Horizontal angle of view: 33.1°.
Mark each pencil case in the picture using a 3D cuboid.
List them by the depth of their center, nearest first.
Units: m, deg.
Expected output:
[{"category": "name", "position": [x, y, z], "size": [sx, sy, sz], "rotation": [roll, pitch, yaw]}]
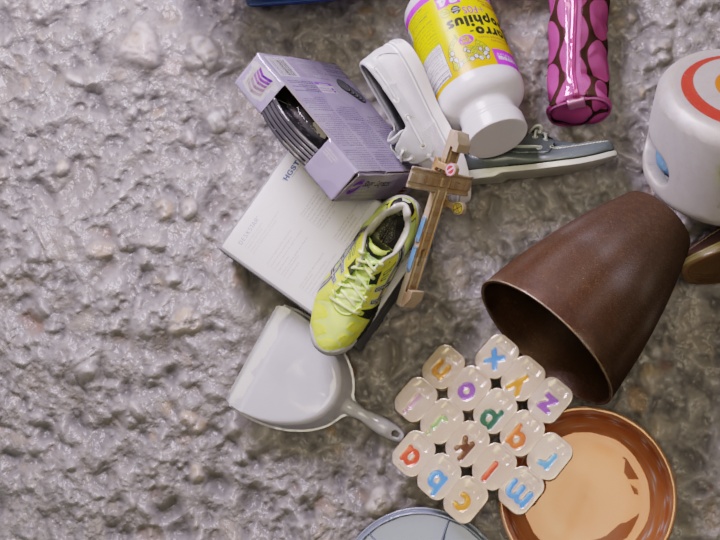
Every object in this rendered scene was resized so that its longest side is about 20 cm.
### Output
[{"category": "pencil case", "position": [0.253, -0.274, 1.420], "size": [0.090, 0.094, 0.202], "rotation": [-1, 83, 3]}]

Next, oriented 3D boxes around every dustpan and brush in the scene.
[{"category": "dustpan and brush", "position": [-0.038, 0.146, 1.418], "size": [0.199, 0.057, 0.140], "rotation": [28, 87, 16]}]

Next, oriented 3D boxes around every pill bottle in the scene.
[{"category": "pill bottle", "position": [0.126, -0.232, 1.399], "size": [0.103, 0.104, 0.201], "rotation": [-20, 64, 3]}]

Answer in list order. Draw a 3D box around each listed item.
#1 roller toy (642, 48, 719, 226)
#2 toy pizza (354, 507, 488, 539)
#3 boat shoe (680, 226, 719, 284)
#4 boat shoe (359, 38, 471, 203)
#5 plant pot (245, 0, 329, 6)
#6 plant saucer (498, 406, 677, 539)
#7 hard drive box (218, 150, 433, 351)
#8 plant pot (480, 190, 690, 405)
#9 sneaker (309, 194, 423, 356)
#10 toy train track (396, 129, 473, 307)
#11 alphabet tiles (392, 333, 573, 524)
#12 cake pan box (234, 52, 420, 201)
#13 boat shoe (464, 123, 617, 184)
[{"category": "roller toy", "position": [0.409, -0.143, 1.339], "size": [0.182, 0.141, 0.200], "rotation": [31, 52, 28]}, {"category": "toy pizza", "position": [0.070, 0.371, 1.378], "size": [0.198, 0.032, 0.202], "rotation": [-1, 83, 5]}, {"category": "boat shoe", "position": [0.451, -0.052, 1.389], "size": [0.199, 0.072, 0.072], "rotation": [-28, 49, 9]}, {"category": "boat shoe", "position": [0.061, -0.158, 1.371], "size": [0.068, 0.072, 0.201], "rotation": [-28, 105, -15]}, {"category": "plant pot", "position": [-0.091, -0.419, 1.416], "size": [0.199, 0.179, 0.202], "rotation": [2, 80, 34]}, {"category": "plant saucer", "position": [0.255, 0.256, 1.373], "size": [0.198, 0.037, 0.202], "rotation": [-1, 83, 6]}, {"category": "hard drive box", "position": [-0.038, -0.028, 1.424], "size": [0.199, 0.077, 0.156], "rotation": [35, 86, 9]}, {"category": "plant pot", "position": [0.268, 0.011, 1.348], "size": [0.187, 0.187, 0.200], "rotation": [42, 76, 10]}, {"category": "sneaker", "position": [0.000, 0.000, 1.339], "size": [0.075, 0.076, 0.201], "rotation": [27, 86, 8]}, {"category": "toy train track", "position": [0.085, -0.052, 1.320], "size": [0.032, 0.114, 0.202], "rotation": [26, 105, 37]}, {"category": "alphabet tiles", "position": [0.138, 0.179, 1.378], "size": [0.200, 0.015, 0.196], "rotation": [39, 85, 21]}, {"category": "cake pan box", "position": [-0.030, -0.161, 1.376], "size": [0.184, 0.200, 0.052], "rotation": [49, 113, 14]}, {"category": "boat shoe", "position": [0.198, -0.141, 1.419], "size": [0.198, 0.073, 0.062], "rotation": [-7, 85, 10]}]
